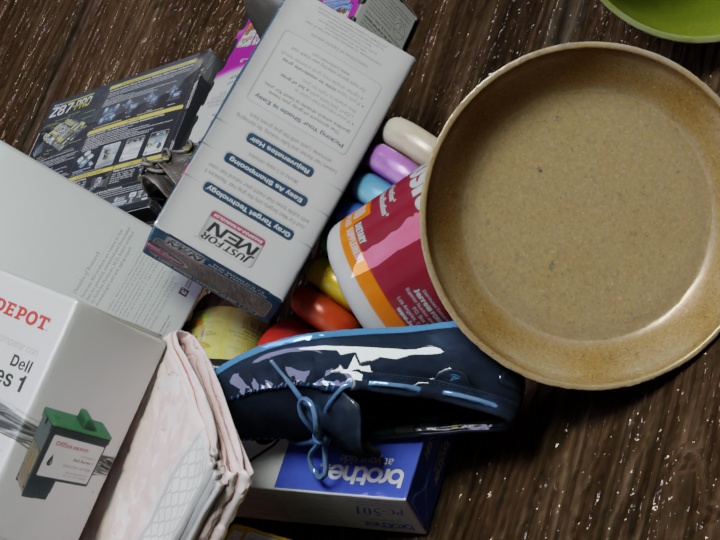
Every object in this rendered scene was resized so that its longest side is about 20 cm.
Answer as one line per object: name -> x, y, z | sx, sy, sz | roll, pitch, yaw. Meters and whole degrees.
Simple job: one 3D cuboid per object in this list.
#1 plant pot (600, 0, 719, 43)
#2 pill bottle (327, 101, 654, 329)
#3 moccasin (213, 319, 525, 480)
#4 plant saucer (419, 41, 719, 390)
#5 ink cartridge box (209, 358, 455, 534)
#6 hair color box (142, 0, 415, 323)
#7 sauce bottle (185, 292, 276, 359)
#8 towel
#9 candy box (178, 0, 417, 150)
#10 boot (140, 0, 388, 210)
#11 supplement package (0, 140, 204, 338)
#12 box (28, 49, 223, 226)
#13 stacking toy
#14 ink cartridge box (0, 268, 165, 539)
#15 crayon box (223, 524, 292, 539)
plant pot -> 0.202, -0.263, 1.463 | 0.187, 0.187, 0.200 | -42, 19, 7
pill bottle -> 0.087, -0.031, 1.383 | 0.200, 0.113, 0.113 | -34, 36, 15
moccasin -> -0.002, 0.076, 1.320 | 0.199, 0.081, 0.068 | -13, 55, 16
plant saucer -> 0.133, -0.031, 1.299 | 0.200, 0.200, 0.035 | -47, 1, 1
ink cartridge box -> -0.042, 0.107, 1.397 | 0.199, 0.044, 0.094 | 3, 55, 26
hair color box -> -0.054, -0.078, 1.484 | 0.200, 0.100, 0.061 | -61, 4, -22
sauce bottle -> -0.100, 0.106, 1.495 | 0.066, 0.066, 0.200 | -23, 39, 31
towel -> -0.131, 0.156, 1.309 | 0.201, 0.032, 0.191 | -63, 21, 14
candy box -> -0.055, -0.123, 1.682 | 0.136, 0.061, 0.200 | -3, 53, 46
boot -> -0.078, -0.099, 1.544 | 0.174, 0.200, 0.069 | -26, -13, -26
supplement package -> -0.232, 0.027, 1.559 | 0.152, 0.200, 0.151 | -61, 4, -20
box -> -0.201, -0.086, 1.818 | 0.200, 0.049, 0.162 | -14, 48, 40
stacking toy -> 0.000, 0.000, 1.494 | 0.200, 0.085, 0.085 | -55, 34, 0
ink cartridge box -> -0.225, 0.101, 1.353 | 0.146, 0.084, 0.201 | 17, 82, 43
crayon box -> -0.027, 0.226, 1.274 | 0.200, 0.052, 0.126 | 9, 53, 43
